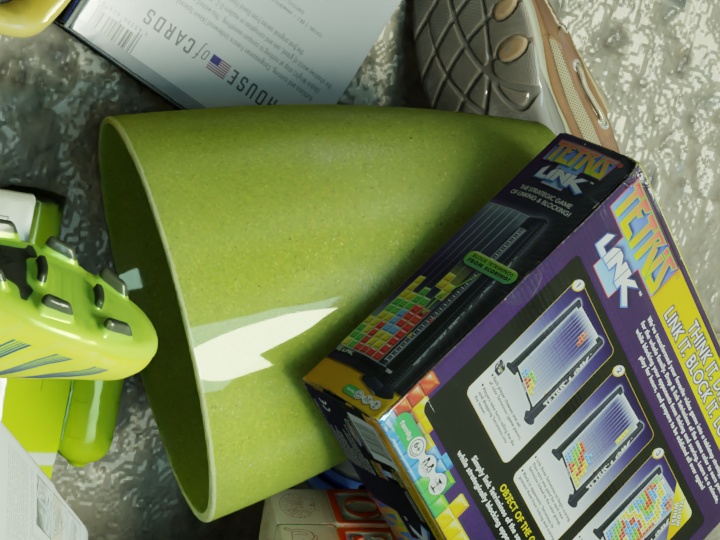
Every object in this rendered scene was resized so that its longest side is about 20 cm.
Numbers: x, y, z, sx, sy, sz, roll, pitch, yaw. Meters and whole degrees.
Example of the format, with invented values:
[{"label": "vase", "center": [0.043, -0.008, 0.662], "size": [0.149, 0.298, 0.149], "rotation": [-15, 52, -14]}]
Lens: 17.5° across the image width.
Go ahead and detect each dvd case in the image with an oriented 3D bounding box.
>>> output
[{"label": "dvd case", "center": [-0.038, -0.164, 1.126], "size": [0.150, 0.025, 0.200], "rotation": [35, 86, -35]}]

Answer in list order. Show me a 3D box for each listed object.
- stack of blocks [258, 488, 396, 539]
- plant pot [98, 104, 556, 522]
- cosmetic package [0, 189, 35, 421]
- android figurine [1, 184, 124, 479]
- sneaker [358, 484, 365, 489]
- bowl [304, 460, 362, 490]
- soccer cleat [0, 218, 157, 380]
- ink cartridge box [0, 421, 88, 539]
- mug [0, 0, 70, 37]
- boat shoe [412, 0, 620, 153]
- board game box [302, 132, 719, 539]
[{"label": "stack of blocks", "center": [0.001, 0.204, 1.134], "size": [0.115, 0.059, 0.201], "rotation": [1, 120, -15]}, {"label": "plant pot", "center": [0.000, 0.000, 1.078], "size": [0.199, 0.187, 0.188], "rotation": [-14, 113, -13]}, {"label": "cosmetic package", "center": [-0.247, 0.002, 0.987], "size": [0.199, 0.073, 0.104], "rotation": [10, 87, -22]}, {"label": "android figurine", "center": [-0.196, 0.057, 1.091], "size": [0.182, 0.041, 0.201], "rotation": [7, 100, -33]}, {"label": "sneaker", "center": [-0.042, 0.187, 1.189], "size": [0.199, 0.070, 0.094], "rotation": [-25, 120, -5]}, {"label": "bowl", "center": [0.037, 0.038, 1.229], "size": [0.200, 0.039, 0.201], "rotation": [-10, 110, -29]}, {"label": "soccer cleat", "center": [-0.182, 0.023, 0.953], "size": [0.200, 0.065, 0.084], "rotation": [10, 118, -25]}, {"label": "ink cartridge box", "center": [-0.161, 0.132, 0.985], "size": [0.050, 0.109, 0.200], "rotation": [-4, 156, 7]}, {"label": "mug", "center": [-0.176, -0.156, 0.977], "size": [0.186, 0.149, 0.153], "rotation": [31, 96, -28]}, {"label": "boat shoe", "center": [0.085, -0.082, 1.180], "size": [0.072, 0.076, 0.201], "rotation": [-12, 84, -53]}, {"label": "board game box", "center": [0.084, 0.068, 1.036], "size": [0.165, 0.057, 0.200], "rotation": [-43, 129, -19]}]
